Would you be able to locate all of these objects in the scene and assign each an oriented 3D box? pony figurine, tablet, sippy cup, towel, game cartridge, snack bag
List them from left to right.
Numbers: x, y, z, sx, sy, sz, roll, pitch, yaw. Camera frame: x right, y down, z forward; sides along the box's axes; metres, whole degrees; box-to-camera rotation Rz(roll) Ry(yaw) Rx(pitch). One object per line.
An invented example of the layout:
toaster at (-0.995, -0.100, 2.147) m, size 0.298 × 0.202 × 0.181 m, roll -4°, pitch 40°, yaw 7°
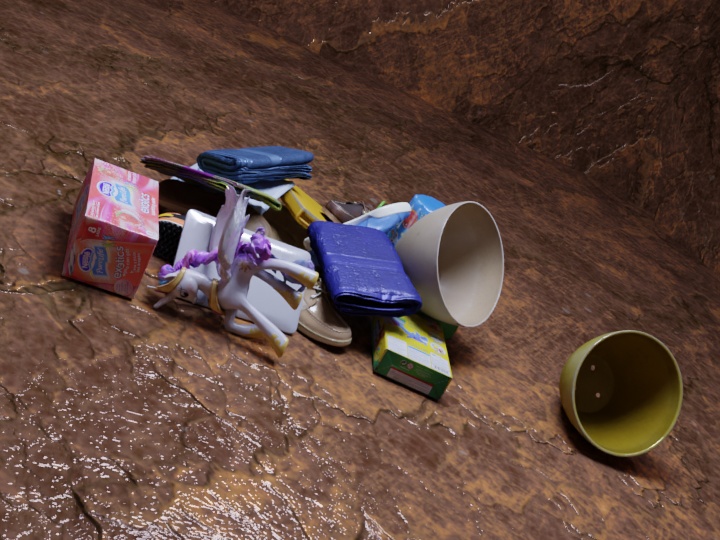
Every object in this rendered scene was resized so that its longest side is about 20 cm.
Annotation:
towel at (-0.234, -0.138, 1.469) m, size 0.198 × 0.023 × 0.143 m, roll 19°, pitch 1°, yaw 29°
snack bag at (-0.225, -0.139, 1.594) m, size 0.198 × 0.022 × 0.189 m, roll 12°, pitch 22°, yaw 11°
pony figurine at (-0.163, -0.004, 1.255) m, size 0.198 × 0.195 × 0.166 m, roll 26°, pitch -3°, yaw -12°
tablet at (-0.170, 0.003, 1.340) m, size 0.198 × 0.132 × 0.014 m, roll 20°, pitch -23°, yaw -22°
towel at (-0.178, -0.181, 1.605) m, size 0.111 × 0.049 × 0.199 m, roll 17°, pitch 19°, yaw 34°
game cartridge at (-0.084, -0.098, 1.710) m, size 0.176 × 0.032 × 0.200 m, roll 38°, pitch 6°, yaw -34°
towel at (0.000, 0.000, 1.457) m, size 0.146 × 0.050 × 0.201 m, roll 8°, pitch 33°, yaw -23°
sippy cup at (0.111, -0.059, 1.675) m, size 0.176 × 0.131 × 0.140 m, roll 17°, pitch 23°, yaw -30°

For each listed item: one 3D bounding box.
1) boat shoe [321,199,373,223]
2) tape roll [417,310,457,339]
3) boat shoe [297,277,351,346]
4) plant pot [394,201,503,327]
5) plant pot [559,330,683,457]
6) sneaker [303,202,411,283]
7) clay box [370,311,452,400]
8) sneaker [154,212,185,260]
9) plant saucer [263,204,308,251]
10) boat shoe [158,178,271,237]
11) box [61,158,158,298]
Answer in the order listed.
boat shoe at (-0.005, -0.098, 1.749) m, size 0.070 × 0.070 × 0.200 m, roll 48°, pitch 9°, yaw 25°
tape roll at (0.091, 0.044, 1.660) m, size 0.199 × 0.048 × 0.201 m, roll 25°, pitch 20°, yaw -10°
boat shoe at (-0.086, 0.040, 1.409) m, size 0.199 × 0.065 × 0.071 m, roll 37°, pitch 22°, yaw 22°
plant pot at (0.129, -0.009, 1.544) m, size 0.133 × 0.203 × 0.199 m, roll -1°, pitch -2°, yaw 39°
plant pot at (0.411, 0.197, 1.558) m, size 0.198 × 0.202 × 0.142 m, roll 24°, pitch -6°, yaw -13°
sneaker at (0.011, -0.037, 1.591) m, size 0.198 × 0.112 × 0.077 m, roll -23°, pitch 2°, yaw -21°
clay box at (0.076, 0.115, 1.469) m, size 0.114 × 0.048 × 0.200 m, roll 25°, pitch 19°, yaw -10°
sneaker at (-0.219, -0.036, 1.404) m, size 0.198 × 0.070 × 0.090 m, roll 24°, pitch 22°, yaw -9°
plant saucer at (-0.168, -0.078, 1.625) m, size 0.199 × 0.036 × 0.201 m, roll 26°, pitch 20°, yaw -10°
boat shoe at (-0.234, -0.075, 1.476) m, size 0.198 × 0.072 × 0.072 m, roll 21°, pitch 44°, yaw 5°
box at (-0.337, -0.062, 1.273) m, size 0.102 × 0.095 × 0.200 m, roll 20°, pitch 22°, yaw -20°
